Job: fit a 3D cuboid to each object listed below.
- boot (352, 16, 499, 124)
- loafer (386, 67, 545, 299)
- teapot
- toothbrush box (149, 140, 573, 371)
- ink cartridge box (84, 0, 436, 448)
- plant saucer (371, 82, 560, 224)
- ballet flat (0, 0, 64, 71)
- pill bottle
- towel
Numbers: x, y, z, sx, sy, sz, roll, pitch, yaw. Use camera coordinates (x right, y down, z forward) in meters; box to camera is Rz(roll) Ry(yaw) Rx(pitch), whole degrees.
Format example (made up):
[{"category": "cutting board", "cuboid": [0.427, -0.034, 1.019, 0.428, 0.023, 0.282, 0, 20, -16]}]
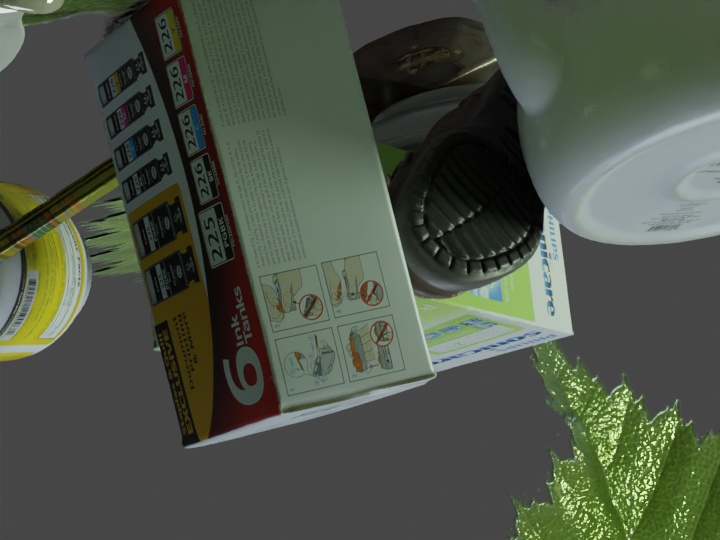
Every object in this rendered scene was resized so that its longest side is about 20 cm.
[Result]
[{"category": "boot", "cuboid": [-0.014, -0.092, 1.529, 0.186, 0.064, 0.200, -13, 173, -8]}, {"category": "loafer", "cuboid": [0.049, -0.033, 1.285, 0.071, 0.073, 0.200, -35, -173, 30]}, {"category": "teapot", "cuboid": [0.162, -0.110, 1.256, 0.197, 0.146, 0.200, -19, 159, 16]}, {"category": "toothbrush box", "cuboid": [0.000, 0.000, 1.424, 0.145, 0.086, 0.200, -17, 163, 33]}, {"category": "ink cartridge box", "cuboid": [-0.058, -0.024, 1.240, 0.084, 0.201, 0.176, -12, 174, -25]}, {"category": "plant saucer", "cuboid": [0.061, -0.065, 1.470, 0.199, 0.050, 0.200, -6, 165, -2]}, {"category": "ballet flat", "cuboid": [-0.157, -0.090, 0.937, 0.069, 0.070, 0.200, -12, 176, -32]}, {"category": "pill bottle", "cuboid": [-0.233, 0.000, 1.598, 0.112, 0.113, 0.200, -15, 176, 10]}, {"category": "towel", "cuboid": [-0.138, -0.056, 1.454, 0.200, 0.018, 0.086, -33, -177, -4]}]
